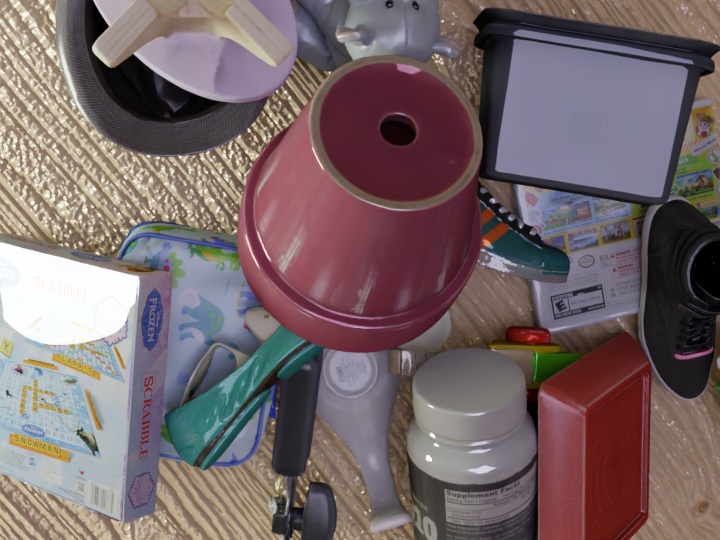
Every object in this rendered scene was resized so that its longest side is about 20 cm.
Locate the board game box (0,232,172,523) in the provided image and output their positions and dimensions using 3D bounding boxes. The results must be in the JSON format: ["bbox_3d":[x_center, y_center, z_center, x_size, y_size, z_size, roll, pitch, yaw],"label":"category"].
[{"bbox_3d":[-0.247,0.083,0.971,0.198,0.041,0.202,13,102,32],"label":"board game box"}]

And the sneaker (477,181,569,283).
[{"bbox_3d":[0.101,-0.050,1.037,0.198,0.071,0.081,21,94,-3],"label":"sneaker"}]

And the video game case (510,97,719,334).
[{"bbox_3d":[0.245,-0.050,1.089,0.198,0.023,0.184,-13,102,-5],"label":"video game case"}]

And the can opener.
[{"bbox_3d":[-0.050,0.162,1.051,0.066,0.053,0.202,4,109,2],"label":"can opener"}]

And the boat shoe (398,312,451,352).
[{"bbox_3d":[0.002,-0.002,1.042,0.202,0.060,0.072,44,83,-20],"label":"boat shoe"}]

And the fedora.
[{"bbox_3d":[-0.159,-0.189,0.969,0.175,0.090,0.202,-14,90,-8],"label":"fedora"}]

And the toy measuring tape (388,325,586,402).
[{"bbox_3d":[0.115,0.084,1.063,0.198,0.074,0.074,2,100,-13],"label":"toy measuring tape"}]

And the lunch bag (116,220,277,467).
[{"bbox_3d":[-0.145,0.066,1.022,0.159,0.082,0.202,9,99,-9],"label":"lunch bag"}]

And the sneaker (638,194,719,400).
[{"bbox_3d":[0.300,0.041,1.050,0.070,0.099,0.202,-12,111,-7],"label":"sneaker"}]

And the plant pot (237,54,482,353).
[{"bbox_3d":[0.009,-0.061,0.892,0.198,0.179,0.202,4,65,-9],"label":"plant pot"}]

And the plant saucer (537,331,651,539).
[{"bbox_3d":[0.216,0.174,1.046,0.036,0.199,0.202,6,104,34],"label":"plant saucer"}]

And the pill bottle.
[{"bbox_3d":[0.097,0.175,1.005,0.112,0.113,0.202,-9,119,-6],"label":"pill bottle"}]

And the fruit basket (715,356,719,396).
[{"bbox_3d":[0.441,0.096,1.104,0.199,0.094,0.186,-36,113,-10],"label":"fruit basket"}]

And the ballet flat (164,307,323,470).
[{"bbox_3d":[-0.086,0.074,0.965,0.200,0.067,0.070,-44,83,-3],"label":"ballet flat"}]

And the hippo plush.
[{"bbox_3d":[-0.005,-0.206,0.953,0.157,0.161,0.202,4,99,-9],"label":"hippo plush"}]

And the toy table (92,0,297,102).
[{"bbox_3d":[-0.129,-0.216,0.869,0.199,0.117,0.185,32,85,-6],"label":"toy table"}]

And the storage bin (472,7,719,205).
[{"bbox_3d":[0.184,-0.134,0.996,0.198,0.146,0.136,10,94,-2],"label":"storage bin"}]

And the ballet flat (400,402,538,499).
[{"bbox_3d":[0.126,0.157,1.090,0.199,0.057,0.067,-28,104,-3],"label":"ballet flat"}]

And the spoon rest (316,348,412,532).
[{"bbox_3d":[0.000,0.135,1.076,0.098,0.061,0.202,-14,89,-4],"label":"spoon rest"}]
